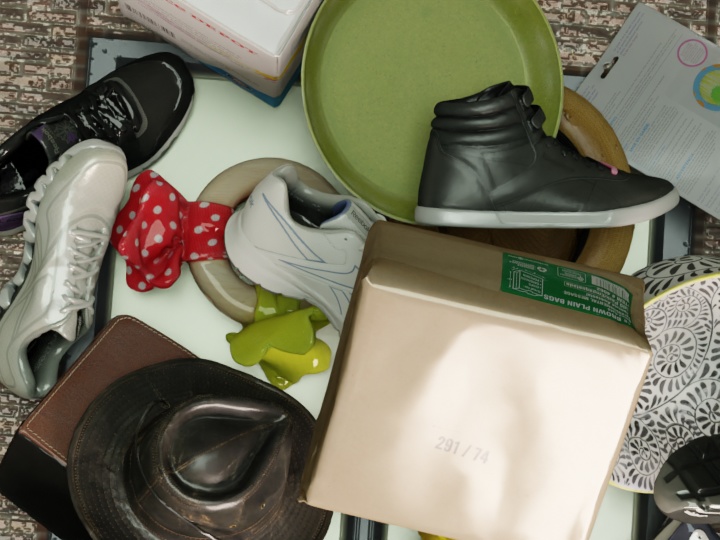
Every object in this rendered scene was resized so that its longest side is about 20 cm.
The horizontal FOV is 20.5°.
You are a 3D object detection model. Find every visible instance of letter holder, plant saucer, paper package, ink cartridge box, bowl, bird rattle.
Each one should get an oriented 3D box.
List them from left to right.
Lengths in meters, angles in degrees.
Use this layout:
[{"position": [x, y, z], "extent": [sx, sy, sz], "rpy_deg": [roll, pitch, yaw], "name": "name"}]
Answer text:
[{"position": [-0.143, 0.149, 1.457], "extent": [0.199, 0.101, 0.142], "rpy_deg": [37, 54, 1], "name": "letter holder"}, {"position": [-0.085, -0.231, 1.439], "extent": [0.146, 0.200, 0.147], "rpy_deg": [31, 85, 0], "name": "ink cartridge box"}, {"position": [-0.084, -0.012, 1.491], "extent": [0.200, 0.113, 0.163], "rpy_deg": [43, 70, 11], "name": "bird rattle"}, {"position": [0.049, -0.132, 1.425], "extent": [0.198, 0.031, 0.202], "rpy_deg": [0, 90, -17], "name": "plant saucer"}, {"position": [0.077, 0.081, 1.340], "extent": [0.198, 0.104, 0.192], "rpy_deg": [14, 119, -2], "name": "paper package"}, {"position": [0.232, 0.058, 1.465], "extent": [0.199, 0.094, 0.202], "rpy_deg": [-10, 127, -13], "name": "bowl"}]

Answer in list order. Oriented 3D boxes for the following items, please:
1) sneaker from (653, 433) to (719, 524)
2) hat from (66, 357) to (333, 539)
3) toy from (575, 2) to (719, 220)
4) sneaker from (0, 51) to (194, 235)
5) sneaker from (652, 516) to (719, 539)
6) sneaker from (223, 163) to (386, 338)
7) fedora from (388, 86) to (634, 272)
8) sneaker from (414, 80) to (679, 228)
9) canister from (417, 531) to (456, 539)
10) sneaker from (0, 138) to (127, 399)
[{"position": [0.294, 0.164, 1.452], "extent": [0.198, 0.080, 0.076], "rpy_deg": [-6, 44, -29], "name": "sneaker"}, {"position": [-0.098, 0.128, 1.377], "extent": [0.199, 0.081, 0.202], "rpy_deg": [12, 54, -18], "name": "hat"}, {"position": [0.264, -0.103, 1.509], "extent": [0.199, 0.047, 0.116], "rpy_deg": [33, 81, 22], "name": "toy"}, {"position": [-0.208, -0.094, 1.479], "extent": [0.199, 0.088, 0.076], "rpy_deg": [-36, 87, -5], "name": "sneaker"}, {"position": [0.209, 0.225, 1.476], "extent": [0.197, 0.080, 0.131], "rpy_deg": [5, 78, 3], "name": "sneaker"}, {"position": [0.000, 0.000, 1.397], "extent": [0.199, 0.087, 0.075], "rpy_deg": [28, 45, -2], "name": "sneaker"}, {"position": [0.110, -0.044, 1.491], "extent": [0.198, 0.082, 0.203], "rpy_deg": [0, 77, -1], "name": "fedora"}, {"position": [0.135, -0.083, 1.397], "extent": [0.198, 0.071, 0.100], "rpy_deg": [-1, 98, -16], "name": "sneaker"}, {"position": [0.038, 0.278, 1.429], "extent": [0.086, 0.149, 0.201], "rpy_deg": [34, 86, -1], "name": "canister"}, {"position": [-0.215, 0.002, 1.448], "extent": [0.075, 0.081, 0.201], "rpy_deg": [13, 110, -43], "name": "sneaker"}]
